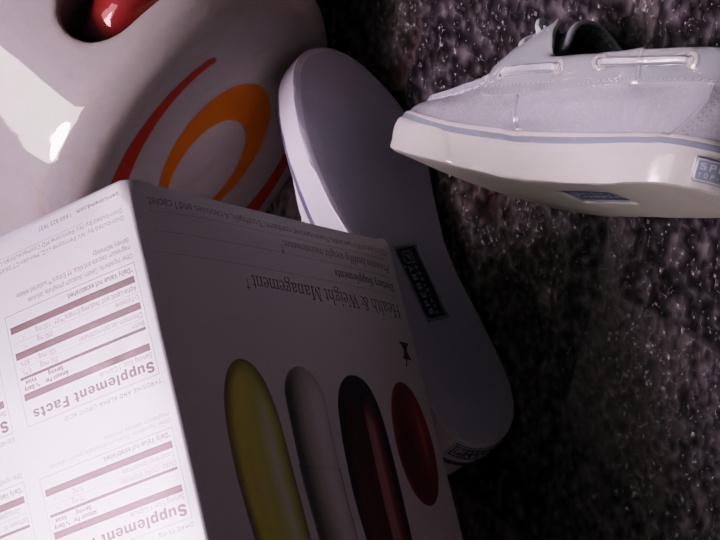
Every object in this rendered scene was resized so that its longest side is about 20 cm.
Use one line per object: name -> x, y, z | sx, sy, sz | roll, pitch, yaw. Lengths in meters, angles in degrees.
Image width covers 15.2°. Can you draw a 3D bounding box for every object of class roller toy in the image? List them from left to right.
roller toy -> -0.118, -0.088, 1.237 | 0.140, 0.182, 0.201 | 37, 100, 24

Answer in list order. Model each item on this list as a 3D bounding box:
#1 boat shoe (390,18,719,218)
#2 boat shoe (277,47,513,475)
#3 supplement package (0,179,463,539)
boat shoe -> 0.089, -0.064, 1.090 | 0.200, 0.070, 0.072 | 8, 80, 54
boat shoe -> 0.000, 0.000, 1.198 | 0.065, 0.073, 0.201 | -38, 62, 43
supplement package -> -0.070, 0.093, 1.074 | 0.147, 0.191, 0.201 | -23, 73, 28
